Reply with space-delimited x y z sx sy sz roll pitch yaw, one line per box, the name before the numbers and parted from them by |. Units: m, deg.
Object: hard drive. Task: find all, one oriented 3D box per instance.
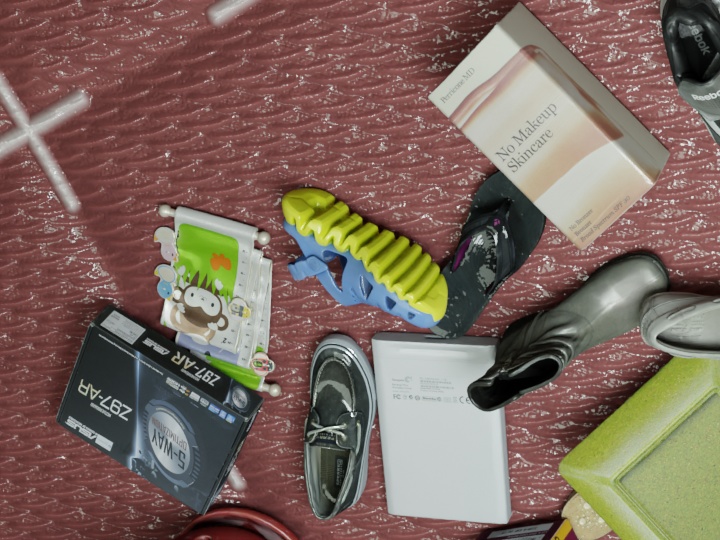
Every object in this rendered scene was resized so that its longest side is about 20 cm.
hard drive | 0.084 0.162 1.638 0.131 0.027 0.201 2 112 19

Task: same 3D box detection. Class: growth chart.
growth chart | -0.152 0.031 1.676 0.144 0.018 0.201 7 113 18

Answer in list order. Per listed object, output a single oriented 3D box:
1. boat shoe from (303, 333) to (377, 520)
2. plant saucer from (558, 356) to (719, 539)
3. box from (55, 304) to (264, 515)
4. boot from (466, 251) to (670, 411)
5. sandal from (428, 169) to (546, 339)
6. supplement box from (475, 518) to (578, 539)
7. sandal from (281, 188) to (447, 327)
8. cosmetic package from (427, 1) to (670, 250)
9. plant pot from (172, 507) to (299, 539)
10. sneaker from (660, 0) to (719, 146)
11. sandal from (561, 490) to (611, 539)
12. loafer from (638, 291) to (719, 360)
boat shoe | -0.023 0.168 1.654 0.072 0.071 0.201 5 112 19
plant saucer | 0.324 0.195 1.500 0.200 0.048 0.200 -43 97 5
box | -0.220 0.151 1.725 0.199 0.044 0.161 32 127 5
boot | 0.198 0.067 1.495 0.199 0.131 0.068 -33 98 28
sandal | 0.118 -0.009 1.540 0.075 0.048 0.201 31 120 7
supplement box | 0.192 0.366 1.637 0.110 0.086 0.201 -15 107 39
sandal | 0.000 0.000 1.568 0.200 0.079 0.087 35 125 24
cosmetic package | 0.172 -0.131 1.447 0.200 0.087 0.103 44 120 -1
plant pot | -0.154 0.367 1.722 0.199 0.183 0.202 8 116 16
sneaker | 0.313 -0.153 1.383 0.066 0.091 0.201 -25 101 28
sandal | 0.267 0.202 1.561 0.077 0.070 0.212 37 119 2
loafer | 0.354 0.053 1.449 0.198 0.070 0.070 -4 111 3
